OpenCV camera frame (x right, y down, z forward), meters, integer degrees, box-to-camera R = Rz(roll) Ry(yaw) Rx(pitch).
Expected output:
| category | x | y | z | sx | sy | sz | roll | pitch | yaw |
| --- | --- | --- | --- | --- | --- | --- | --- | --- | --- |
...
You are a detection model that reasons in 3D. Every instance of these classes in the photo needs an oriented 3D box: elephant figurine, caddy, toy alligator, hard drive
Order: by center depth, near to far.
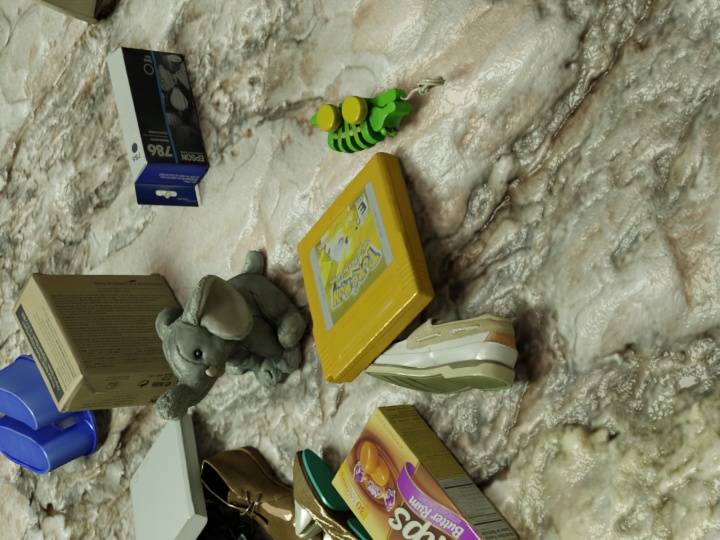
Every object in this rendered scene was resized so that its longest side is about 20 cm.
| category | x | y | z | sx | sy | sz | roll | pitch | yaw |
| --- | --- | --- | --- | --- | --- | --- | --- | --- | --- |
| toy alligator | 0.017 | -0.161 | 1.552 | 0.200 | 0.059 | 0.054 | -10 | 83 | 46 |
| elephant figurine | -0.169 | 0.072 | 1.647 | 0.155 | 0.200 | 0.142 | 36 | 116 | 40 |
| hard drive | -0.236 | 0.281 | 1.765 | 0.132 | 0.026 | 0.200 | -56 | 27 | 21 |
| caddy | -0.441 | 0.196 | 2.006 | 0.200 | 0.105 | 0.142 | 13 | 124 | 45 |

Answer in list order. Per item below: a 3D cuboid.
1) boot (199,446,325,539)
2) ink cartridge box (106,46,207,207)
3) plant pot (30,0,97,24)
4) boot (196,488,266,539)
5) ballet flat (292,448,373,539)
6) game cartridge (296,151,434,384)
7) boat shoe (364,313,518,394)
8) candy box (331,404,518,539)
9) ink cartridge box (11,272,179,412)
| category | x | y | z | sx | sy | sz | roll | pitch | yaw |
| --- | --- | --- | --- | --- | --- | --- | --- | --- | --- |
| boot | -0.115 | 0.278 | 1.685 | 0.200 | 0.075 | 0.074 | 35 | 113 | 39 |
| ink cartridge box | -0.249 | -0.178 | 1.801 | 0.039 | 0.099 | 0.200 | -25 | 73 | 42 |
| plant pot | -0.413 | -0.450 | 1.922 | 0.200 | 0.200 | 0.184 | 29 | 99 | 42 |
| boot | -0.194 | 0.375 | 1.768 | 0.162 | 0.073 | 0.198 | 38 | 110 | 44 |
| ballet flat | -0.028 | 0.288 | 1.598 | 0.072 | 0.068 | 0.200 | -51 | 60 | 13 |
| game cartridge | 0.000 | 0.000 | 1.552 | 0.176 | 0.032 | 0.200 | -48 | 39 | 35 |
| boat shoe | 0.086 | 0.085 | 1.485 | 0.200 | 0.075 | 0.069 | -5 | 67 | 48 |
| candy box | 0.064 | 0.250 | 1.513 | 0.200 | 0.056 | 0.117 | 51 | 124 | 34 |
| ink cartridge box | -0.307 | 0.086 | 1.791 | 0.075 | 0.200 | 0.165 | -54 | 54 | 31 |
